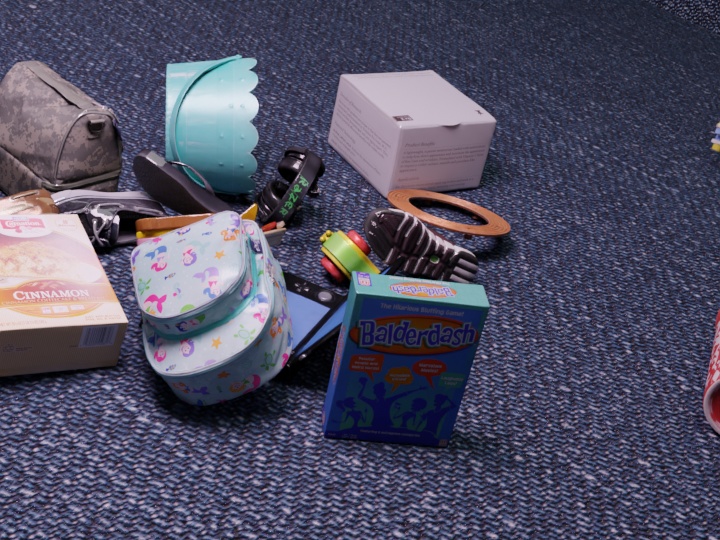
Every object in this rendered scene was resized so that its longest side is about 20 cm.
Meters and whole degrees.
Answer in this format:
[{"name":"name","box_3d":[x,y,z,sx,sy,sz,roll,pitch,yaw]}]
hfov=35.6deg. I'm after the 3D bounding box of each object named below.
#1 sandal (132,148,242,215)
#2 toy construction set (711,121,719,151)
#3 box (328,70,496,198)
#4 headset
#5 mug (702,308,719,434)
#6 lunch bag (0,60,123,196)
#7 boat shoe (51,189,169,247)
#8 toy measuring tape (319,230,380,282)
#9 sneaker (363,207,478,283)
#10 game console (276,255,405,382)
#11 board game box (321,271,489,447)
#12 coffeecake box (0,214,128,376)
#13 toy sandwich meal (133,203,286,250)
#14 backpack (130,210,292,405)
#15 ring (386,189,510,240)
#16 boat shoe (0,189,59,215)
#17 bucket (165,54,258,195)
[{"name":"sandal","box_3d":[-0.229,-0.104,1.545,0.199,0.076,0.043,37,56,-25]},{"name":"toy construction set","box_3d":[0.774,-0.218,2.147,0.200,0.093,0.131,44,17,29]},{"name":"box","box_3d":[0.083,-0.231,1.869,0.197,0.132,0.200,-8,37,-32]},{"name":"headset","box_3d":[-0.092,-0.118,1.651,0.093,0.124,0.200,33,9,-14]},{"name":"mug","box_3d":[0.538,0.133,1.463,0.176,0.135,0.200,21,35,16]},{"name":"lunch bag","box_3d":[-0.424,-0.183,1.563,0.138,0.169,0.199,-20,44,-42]},{"name":"boat shoe","box_3d":[-0.346,-0.062,1.501,0.198,0.072,0.068,-5,33,-39]},{"name":"toy measuring tape","box_3d":[0.000,0.000,1.522,0.073,0.074,0.200,-11,38,-34]},{"name":"sneaker","box_3d":[0.067,-0.041,1.593,0.199,0.076,0.115,29,7,-31]},{"name":"game console","box_3d":[-0.064,0.036,1.399,0.174,0.118,0.200,22,32,15]},{"name":"board game box","box_3d":[0.047,0.103,1.254,0.150,0.202,0.045,6,31,-10]},{"name":"coffeecake box","box_3d":[-0.379,0.023,1.307,0.152,0.074,0.201,-3,42,-35]},{"name":"toy sandwich meal","box_3d":[-0.196,-0.048,1.454,0.202,0.071,0.205,-14,2,1]},{"name":"backpack","box_3d":[-0.170,0.045,1.284,0.175,0.151,0.202,-20,54,6]},{"name":"ring","box_3d":[0.134,-0.085,1.727,0.198,0.019,0.201,13,18,-4]},{"name":"boat shoe","box_3d":[-0.472,-0.054,1.398,0.198,0.076,0.075,-13,66,-23]},{"name":"bucket","box_3d":[-0.222,-0.215,1.669,0.133,0.209,0.208,0,33,-8]}]
